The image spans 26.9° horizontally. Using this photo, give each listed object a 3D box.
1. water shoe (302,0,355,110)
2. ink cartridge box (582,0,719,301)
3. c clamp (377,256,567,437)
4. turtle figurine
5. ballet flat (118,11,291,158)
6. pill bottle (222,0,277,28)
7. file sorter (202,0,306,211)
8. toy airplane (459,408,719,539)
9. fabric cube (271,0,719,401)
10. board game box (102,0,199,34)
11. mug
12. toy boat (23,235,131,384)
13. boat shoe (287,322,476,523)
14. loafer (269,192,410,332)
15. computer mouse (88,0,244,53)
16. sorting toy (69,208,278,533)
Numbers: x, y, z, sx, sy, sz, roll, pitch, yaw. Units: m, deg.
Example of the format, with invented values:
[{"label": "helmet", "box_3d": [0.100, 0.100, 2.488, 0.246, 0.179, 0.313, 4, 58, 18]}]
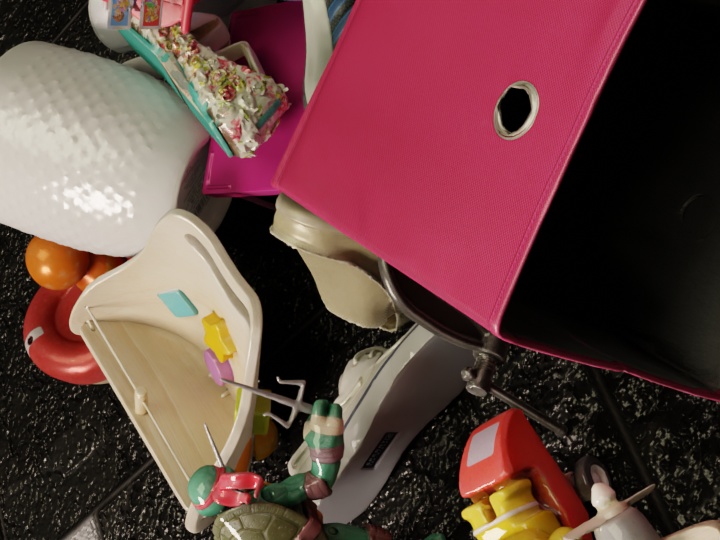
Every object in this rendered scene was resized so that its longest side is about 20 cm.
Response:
[{"label": "water shoe", "box_3d": [0.006, -0.153, 0.963, 0.079, 0.072, 0.201, -8, 62, 9]}, {"label": "ink cartridge box", "box_3d": [0.226, -0.070, 0.877, 0.144, 0.084, 0.201, 6, 81, 46]}, {"label": "c clamp", "box_3d": [0.085, -0.015, 0.975, 0.027, 0.171, 0.201, -18, 50, 55]}, {"label": "turtle figurine", "box_3d": [-0.048, 0.162, 0.987, 0.150, 0.200, 0.101, -32, 28, 42]}, {"label": "ballet flat", "box_3d": [-0.110, -0.147, 1.076, 0.064, 0.076, 0.200, -38, 50, -6]}, {"label": "pill bottle", "box_3d": [-0.165, -0.257, 1.290, 0.200, 0.116, 0.117, 29, 97, 51]}, {"label": "file sorter", "box_3d": [0.006, -0.111, 1.076, 0.200, 0.125, 0.140, 0, 78, 45]}, {"label": "toy airplane", "box_3d": [0.101, 0.199, 0.872, 0.199, 0.141, 0.201, 26, 95, 45]}, {"label": "fabric cube", "box_3d": [0.111, -0.074, 0.788, 0.199, 0.200, 0.197, 35, 103, 47]}, {"label": "board game box", "box_3d": [-0.138, -0.202, 1.068, 0.158, 0.199, 0.039, 41, 127, 47]}, {"label": "mug", "box_3d": [-0.179, -0.102, 1.169, 0.175, 0.148, 0.200, 18, 49, 22]}, {"label": "toy boat", "box_3d": [-0.223, 0.001, 1.258, 0.200, 0.130, 0.131, -52, 47, 19]}, {"label": "boat shoe", "box_3d": [0.012, 0.087, 1.050, 0.200, 0.071, 0.070, -57, 48, 23]}, {"label": "loafer", "box_3d": [0.000, 0.000, 0.995, 0.076, 0.200, 0.068, 26, 90, 31]}, {"label": "computer mouse", "box_3d": [-0.117, -0.228, 1.176, 0.200, 0.110, 0.044, -32, 29, -18]}, {"label": "sorting toy", "box_3d": [-0.116, 0.052, 1.091, 0.200, 0.107, 0.180, 54, 148, 25]}]
